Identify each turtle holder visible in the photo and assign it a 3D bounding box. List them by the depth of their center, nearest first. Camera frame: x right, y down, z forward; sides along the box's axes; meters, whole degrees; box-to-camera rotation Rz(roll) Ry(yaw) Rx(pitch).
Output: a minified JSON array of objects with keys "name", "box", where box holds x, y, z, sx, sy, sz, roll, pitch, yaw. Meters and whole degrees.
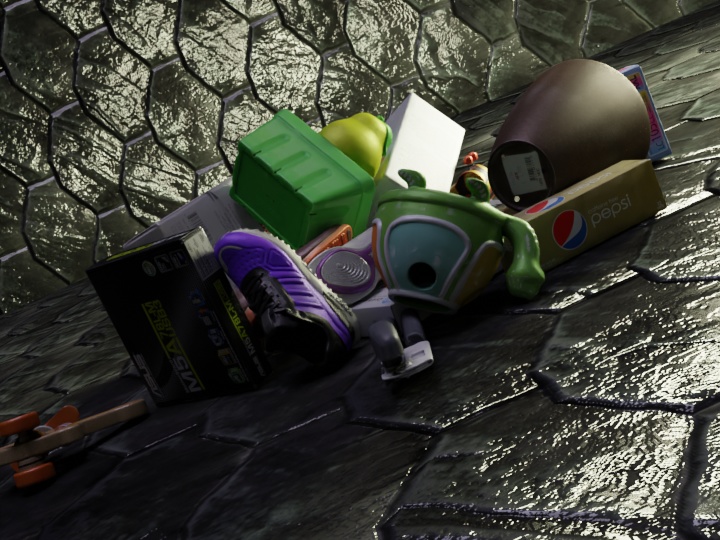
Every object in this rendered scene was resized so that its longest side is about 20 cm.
[{"name":"turtle holder","box":[0.100,-0.020,1.190,0.184,0.133,0.141,17,-14,-13]}]

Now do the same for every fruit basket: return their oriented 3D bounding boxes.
[{"name":"fruit basket","box":[-0.047,-0.128,1.464,0.213,0.157,0.217,10,37,-8]}]

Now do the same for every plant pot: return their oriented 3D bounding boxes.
[{"name":"plant pot","box":[0.247,-0.153,1.381,0.186,0.189,0.200,-14,13,39]}]

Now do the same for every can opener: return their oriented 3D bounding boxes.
[{"name":"can opener","box":[0.039,0.064,1.106,0.053,0.067,0.200,-22,11,4]}]

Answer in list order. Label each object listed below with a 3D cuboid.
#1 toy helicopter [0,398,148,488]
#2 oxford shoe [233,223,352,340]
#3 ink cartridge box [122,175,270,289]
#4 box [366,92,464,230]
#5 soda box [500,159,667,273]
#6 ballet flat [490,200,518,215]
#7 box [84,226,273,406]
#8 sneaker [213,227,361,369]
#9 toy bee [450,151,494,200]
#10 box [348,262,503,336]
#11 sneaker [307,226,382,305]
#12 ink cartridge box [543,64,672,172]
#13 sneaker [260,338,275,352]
[{"name":"toy helicopter","box":[-0.356,0.201,1.330,0.199,0.080,0.132,-18,-3,-33]},{"name":"oxford shoe","box":[-0.091,-0.002,1.347,0.073,0.072,0.200,34,59,28]},{"name":"ink cartridge box","box":[-0.202,-0.024,1.471,0.082,0.147,0.200,-26,9,36]},{"name":"box","box":[0.057,-0.132,1.601,0.152,0.106,0.201,-44,20,44]},{"name":"soda box","box":[0.255,-0.062,1.269,0.199,0.065,0.068,-27,11,-14]},{"name":"ballet flat","box":[0.145,-0.057,1.478,0.198,0.064,0.069,-17,12,31]},{"name":"box","box":[-0.222,0.061,1.314,0.192,0.202,0.047,-14,17,38]},{"name":"sneaker","box":[-0.091,0.035,1.218,0.070,0.200,0.100,-51,0,34]},{"name":"toy bee","box":[0.163,-0.117,1.608,0.198,0.110,0.131,-21,10,15]},{"name":"box","box":[0.071,0.020,1.328,0.199,0.042,0.155,-31,12,-31]},{"name":"sneaker","box":[0.000,0.000,1.340,0.199,0.075,0.100,-34,-13,-28]},{"name":"ink cartridge box","box":[0.321,-0.189,1.544,0.198,0.138,0.076,-23,5,2]},{"name":"sneaker","box":[-0.091,0.044,1.421,0.198,0.081,0.083,-19,26,-15]}]
